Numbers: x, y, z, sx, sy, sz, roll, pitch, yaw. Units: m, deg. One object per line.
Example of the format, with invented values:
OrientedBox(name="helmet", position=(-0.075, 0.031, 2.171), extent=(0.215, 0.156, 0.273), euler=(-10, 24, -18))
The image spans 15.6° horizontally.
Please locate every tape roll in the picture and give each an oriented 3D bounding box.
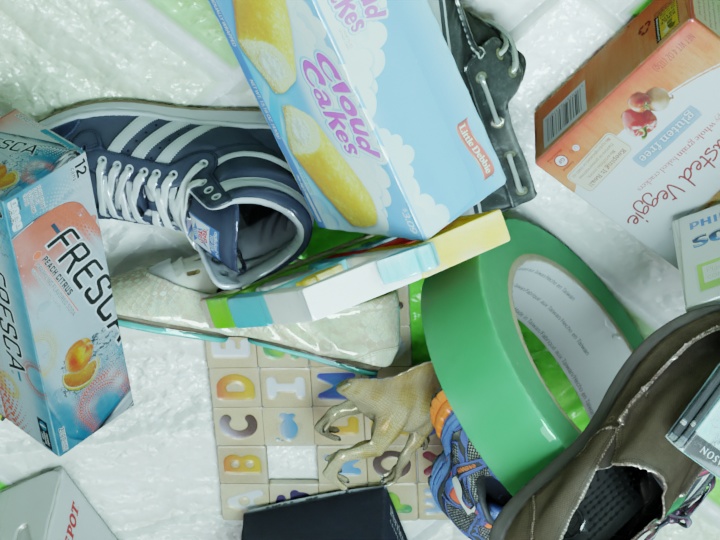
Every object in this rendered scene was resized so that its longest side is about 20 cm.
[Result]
OrientedBox(name="tape roll", position=(0.117, 0.066, 1.557), extent=(0.048, 0.201, 0.200), euler=(-35, 119, 25))

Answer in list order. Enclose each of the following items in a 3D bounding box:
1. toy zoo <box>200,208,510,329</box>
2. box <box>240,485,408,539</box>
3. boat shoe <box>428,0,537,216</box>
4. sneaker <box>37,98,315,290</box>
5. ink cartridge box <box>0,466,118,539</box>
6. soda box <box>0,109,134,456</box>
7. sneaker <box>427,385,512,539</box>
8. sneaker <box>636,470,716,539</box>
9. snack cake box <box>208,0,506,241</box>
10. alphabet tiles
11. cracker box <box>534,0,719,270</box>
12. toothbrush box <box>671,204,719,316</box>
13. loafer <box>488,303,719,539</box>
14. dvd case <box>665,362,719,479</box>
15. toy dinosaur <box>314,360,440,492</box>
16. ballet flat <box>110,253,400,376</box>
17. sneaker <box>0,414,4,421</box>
OrientedBox(name="toy zoo", position=(0.000, 0.000, 1.505), extent=(0.130, 0.200, 0.021), euler=(-22, 96, -23))
OrientedBox(name="box", position=(-0.014, 0.265, 1.714), extent=(0.103, 0.201, 0.149), euler=(-11, 131, 13))
OrientedBox(name="boat shoe", position=(0.060, -0.116, 1.514), extent=(0.070, 0.072, 0.201), euler=(-17, 131, -4))
OrientedBox(name="sneaker", position=(-0.117, -0.043, 1.545), extent=(0.198, 0.109, 0.070), euler=(-2, 128, 5))
OrientedBox(name="ink cartridge box", position=(-0.192, 0.256, 1.756), extent=(0.082, 0.147, 0.201), euler=(-20, 123, 20))
OrientedBox(name="soda box", position=(-0.190, 0.009, 1.553), extent=(0.068, 0.063, 0.201), euler=(31, 143, 36))
OrientedBox(name="sneaker", position=(0.086, 0.133, 1.637), extent=(0.075, 0.079, 0.200), euler=(-26, 150, -4))
OrientedBox(name="sneaker", position=(0.176, 0.148, 1.694), extent=(0.074, 0.081, 0.200), euler=(29, 123, -20))
OrientedBox(name="snack cake box", position=(-0.011, -0.120, 1.446), extent=(0.067, 0.115, 0.201), euler=(-35, 112, -24))
OrientedBox(name="alphabet tiles", position=(-0.014, 0.087, 1.704), extent=(0.166, 0.008, 0.201), euler=(0, 128, 4))
OrientedBox(name="cracker box", position=(0.218, -0.064, 1.542), extent=(0.199, 0.058, 0.134), euler=(34, 122, -22))
OrientedBox(name="toothbrush box", position=(0.284, 0.043, 1.534), extent=(0.145, 0.086, 0.201), euler=(-19, 125, 14))
OrientedBox(name="loafer", position=(0.159, 0.106, 1.439), extent=(0.073, 0.071, 0.200), euler=(44, 83, -24))
OrientedBox(name="dvd case", position=(0.271, 0.045, 1.428), extent=(0.146, 0.022, 0.200), euler=(35, 94, -36))
OrientedBox(name="toy dinosaur", position=(0.016, 0.086, 1.641), extent=(0.101, 0.058, 0.199), euler=(-42, 148, 24))
OrientedBox(name="ballet flat", position=(-0.071, 0.016, 1.622), extent=(0.198, 0.067, 0.063), euler=(11, 97, -9))
OrientedBox(name="sneaker", position=(-0.247, 0.010, 1.628), extent=(0.080, 0.074, 0.201), euler=(11, 133, 22))
